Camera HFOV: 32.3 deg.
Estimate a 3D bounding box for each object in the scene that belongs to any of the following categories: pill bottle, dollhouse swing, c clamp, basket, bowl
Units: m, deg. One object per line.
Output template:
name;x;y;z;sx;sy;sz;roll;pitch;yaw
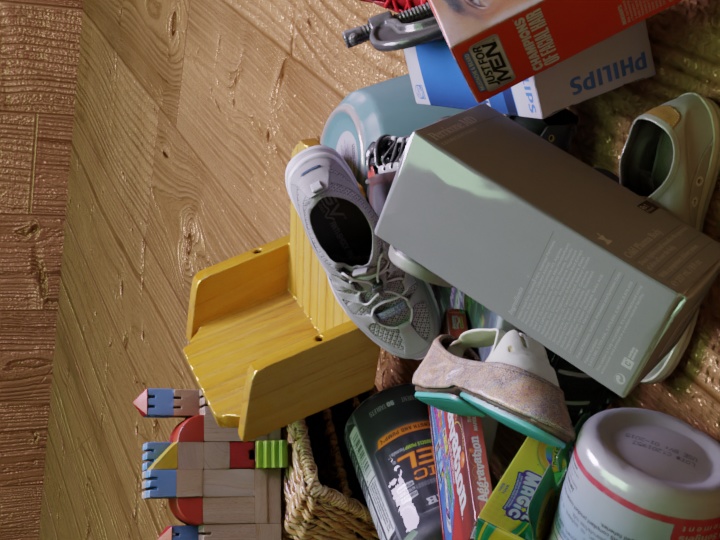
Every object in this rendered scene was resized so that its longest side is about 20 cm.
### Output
pill bottle;0.174;0.203;0.830;0.109;0.107;0.202;-129;44;-55
pill bottle;0.061;0.206;1.095;0.201;0.105;0.107;-114;34;-43
dollhouse swing;-0.084;0.007;1.127;0.200;0.180;0.178;-130;22;-56
c clamp;0.076;-0.215;1.003;0.171;0.197;0.027;-91;-17;-72
basket;-0.018;0.174;1.227;0.150;0.141;0.202;111;155;-43
bowl;0.026;-0.095;1.186;0.200;0.104;0.204;180;90;-67

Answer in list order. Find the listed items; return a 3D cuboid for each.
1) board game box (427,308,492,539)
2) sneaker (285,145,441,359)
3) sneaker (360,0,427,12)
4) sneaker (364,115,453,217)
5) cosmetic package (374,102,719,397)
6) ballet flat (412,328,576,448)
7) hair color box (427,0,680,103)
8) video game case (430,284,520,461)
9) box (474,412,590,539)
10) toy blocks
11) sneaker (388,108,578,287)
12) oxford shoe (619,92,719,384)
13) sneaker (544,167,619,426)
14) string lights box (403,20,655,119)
board game box;0.078;0.141;1.008;0.104;0.019;0.202;103;167;-47
sneaker;0.000;0.000;0.999;0.201;0.074;0.082;54;-170;-21
sneaker;0.046;-0.241;1.127;0.200;0.114;0.079;-132;48;-57
sneaker;0.034;-0.078;1.019;0.082;0.077;0.200;41;156;7
cosmetic package;0.121;-0.019;0.799;0.199;0.107;0.091;35;123;17
ballet flat;0.096;0.075;0.888;0.199;0.068;0.068;9;71;64
hair color box;0.140;-0.208;0.819;0.064;0.198;0.112;51;-165;-52
video game case;0.091;0.039;1.071;0.183;0.023;0.202;-109;21;-51
box;0.119;0.199;0.905;0.048;0.117;0.202;23;132;20
toy blocks;-0.146;0.188;1.173;0.100;0.135;0.203;149;121;-68
sneaker;0.092;-0.064;0.934;0.074;0.199;0.107;29;122;22
oxford shoe;0.198;-0.020;0.846;0.075;0.057;0.203;34;123;57
sneaker;0.159;0.025;0.932;0.079;0.073;0.203;-159;76;-77
string lights box;0.122;-0.163;0.952;0.200;0.102;0.060;22;131;64
